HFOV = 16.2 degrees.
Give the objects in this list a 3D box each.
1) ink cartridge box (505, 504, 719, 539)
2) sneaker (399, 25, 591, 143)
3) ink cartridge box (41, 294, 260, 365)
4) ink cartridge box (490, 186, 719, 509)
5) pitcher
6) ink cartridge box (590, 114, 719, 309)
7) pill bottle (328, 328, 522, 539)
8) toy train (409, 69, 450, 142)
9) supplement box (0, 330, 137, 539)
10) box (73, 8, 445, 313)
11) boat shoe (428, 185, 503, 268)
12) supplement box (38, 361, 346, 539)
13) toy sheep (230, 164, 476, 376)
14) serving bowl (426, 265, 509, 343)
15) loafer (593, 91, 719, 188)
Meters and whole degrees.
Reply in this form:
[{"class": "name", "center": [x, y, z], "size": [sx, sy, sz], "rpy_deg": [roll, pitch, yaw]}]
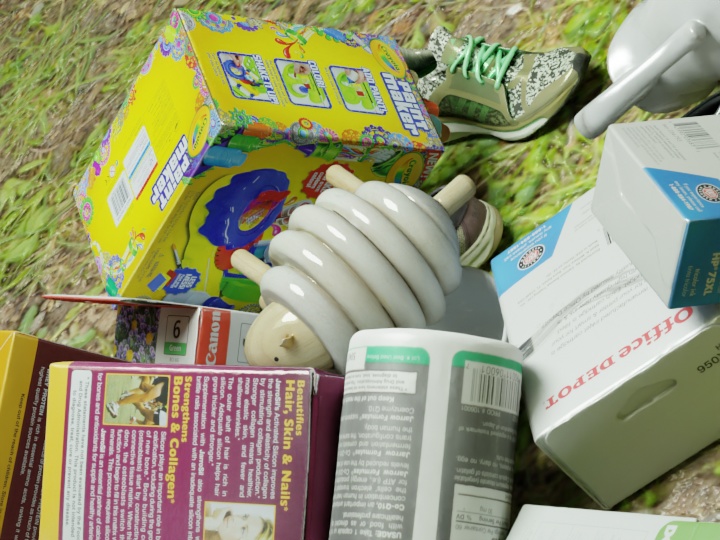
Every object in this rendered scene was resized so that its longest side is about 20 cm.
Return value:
[{"class": "ink cartridge box", "center": [0.158, 0.200, 1.473], "size": [0.200, 0.059, 0.104], "rpy_deg": [-2, 51, 50]}, {"class": "sneaker", "center": [0.090, -0.152, 1.956], "size": [0.200, 0.089, 0.077], "rpy_deg": [-8, 46, 46]}, {"class": "ink cartridge box", "center": [-0.120, 0.052, 1.818], "size": [0.109, 0.200, 0.051], "rpy_deg": [1, 85, 52]}, {"class": "ink cartridge box", "center": [0.175, 0.035, 1.627], "size": [0.144, 0.084, 0.200], "rpy_deg": [-35, 31, 18]}, {"class": "pitcher", "center": [0.235, -0.168, 1.704], "size": [0.172, 0.121, 0.200], "rpy_deg": [-44, 1, -33]}, {"class": "ink cartridge box", "center": [0.259, -0.044, 1.560], "size": [0.199, 0.067, 0.116], "rpy_deg": [-6, 35, -20]}, {"class": "pill bottle", "center": [0.038, 0.142, 1.576], "size": [0.113, 0.113, 0.201], "rpy_deg": [-4, 76, 49]}, {"class": "toy train", "center": [0.009, -0.087, 1.973], "size": [0.200, 0.055, 0.151], "rpy_deg": [20, 102, 57]}, {"class": "supplement box", "center": [-0.214, 0.158, 1.784], "size": [0.133, 0.200, 0.198], "rpy_deg": [-1, 77, 51]}, {"class": "box", "center": [-0.078, -0.074, 1.877], "size": [0.200, 0.192, 0.122], "rpy_deg": [-56, 43, 38]}, {"class": "boat shoe", "center": [0.015, 0.008, 1.875], "size": [0.200, 0.065, 0.072], "rpy_deg": [-39, 34, 19]}, {"class": "supplement box", "center": [-0.099, 0.128, 1.650], "size": [0.199, 0.103, 0.131], "rpy_deg": [2, 84, 25]}, {"class": "toy sheep", "center": [0.000, 0.000, 1.716], "size": [0.200, 0.138, 0.138], "rpy_deg": [-45, 29, -10]}, {"class": "serving bowl", "center": [0.040, 0.094, 1.743], "size": [0.200, 0.066, 0.200], "rpy_deg": [-31, 34, 23]}, {"class": "loafer", "center": [0.190, -0.056, 1.733], "size": [0.200, 0.070, 0.068], "rpy_deg": [-34, 31, 20]}]
